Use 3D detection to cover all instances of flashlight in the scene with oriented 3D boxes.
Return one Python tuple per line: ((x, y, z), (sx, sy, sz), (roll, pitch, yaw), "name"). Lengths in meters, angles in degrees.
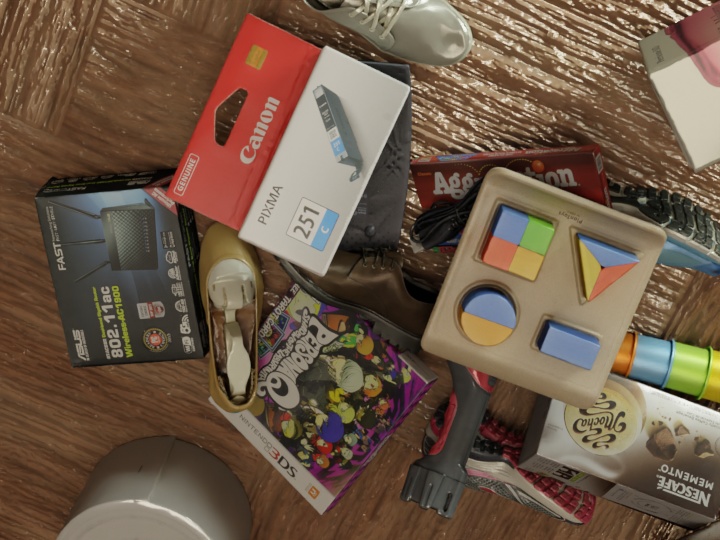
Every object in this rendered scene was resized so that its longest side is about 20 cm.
((0.095, 0.148, 1.496), (0.067, 0.068, 0.201), (23, 82, -6), "flashlight")

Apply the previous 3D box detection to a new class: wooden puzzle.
((0.174, 0.023, 1.385), (0.184, 0.046, 0.201), (20, 107, -4), "wooden puzzle")

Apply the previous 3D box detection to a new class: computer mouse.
((0.145, 0.010, 1.442), (0.138, 0.053, 0.200), (-28, 110, 42), "computer mouse")

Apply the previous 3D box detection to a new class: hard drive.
((-0.016, -0.118, 1.460), (0.134, 0.042, 0.202), (5, 114, 4), "hard drive")

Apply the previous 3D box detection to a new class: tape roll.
((-0.229, 0.306, 1.604), (0.201, 0.139, 0.204), (2, 113, 5), "tape roll")

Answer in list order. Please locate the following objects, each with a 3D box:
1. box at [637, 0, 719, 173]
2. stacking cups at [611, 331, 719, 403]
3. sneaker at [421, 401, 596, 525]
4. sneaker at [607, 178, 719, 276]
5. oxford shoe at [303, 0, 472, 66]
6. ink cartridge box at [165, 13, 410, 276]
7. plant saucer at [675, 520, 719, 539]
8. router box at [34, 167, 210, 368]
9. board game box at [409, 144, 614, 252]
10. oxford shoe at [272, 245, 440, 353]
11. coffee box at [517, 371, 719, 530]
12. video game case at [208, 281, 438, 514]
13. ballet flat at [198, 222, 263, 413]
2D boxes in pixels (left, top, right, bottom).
((0.370, -0.196, 1.341), (0.199, 0.128, 0.109), (-26, 107, 15), "box")
((0.301, 0.090, 1.509), (0.198, 0.061, 0.061), (16, 113, 5), "stacking cups")
((0.161, 0.214, 1.561), (0.199, 0.081, 0.075), (29, 129, 9), "sneaker")
((0.271, -0.034, 1.456), (0.198, 0.079, 0.091), (19, 123, 8), "sneaker")
((0.016, -0.252, 1.396), (0.199, 0.058, 0.076), (28, 110, -7), "oxford shoe")
((-0.072, -0.121, 1.390), (0.175, 0.045, 0.201), (25, 94, -2), "ink cartridge box")
((0.385, 0.283, 1.522), (0.199, 0.200, 0.037), (-25, 72, 15), "plant saucer")
((-0.244, -0.002, 1.522), (0.148, 0.062, 0.202), (-5, 111, 9), "router box")
((0.150, -0.068, 1.431), (0.199, 0.019, 0.104), (-2, 117, 31), "board game box")
((0.000, 0.000, 1.464), (0.199, 0.073, 0.085), (28, 115, -20), "oxford shoe")
((0.277, 0.180, 1.502), (0.198, 0.080, 0.114), (21, 70, -2), "coffee box")
((-0.043, 0.125, 1.532), (0.181, 0.036, 0.200), (44, 112, 13), "video game case")
((-0.129, 0.050, 1.507), (0.068, 0.063, 0.202), (-6, 97, -12), "ballet flat")
